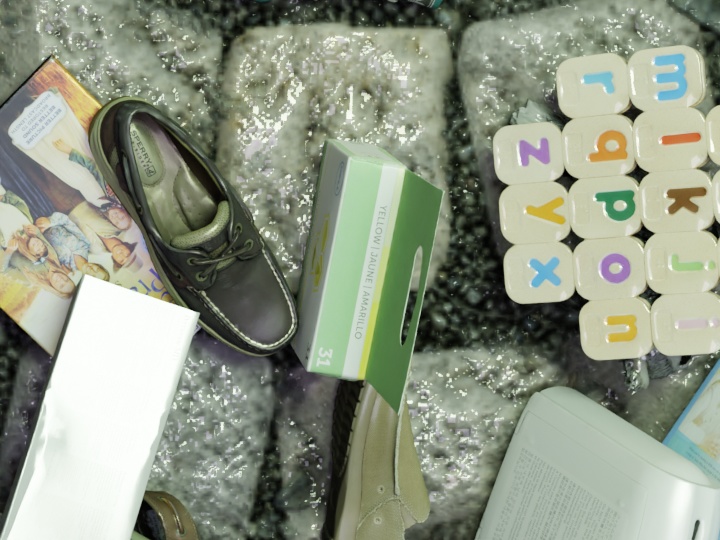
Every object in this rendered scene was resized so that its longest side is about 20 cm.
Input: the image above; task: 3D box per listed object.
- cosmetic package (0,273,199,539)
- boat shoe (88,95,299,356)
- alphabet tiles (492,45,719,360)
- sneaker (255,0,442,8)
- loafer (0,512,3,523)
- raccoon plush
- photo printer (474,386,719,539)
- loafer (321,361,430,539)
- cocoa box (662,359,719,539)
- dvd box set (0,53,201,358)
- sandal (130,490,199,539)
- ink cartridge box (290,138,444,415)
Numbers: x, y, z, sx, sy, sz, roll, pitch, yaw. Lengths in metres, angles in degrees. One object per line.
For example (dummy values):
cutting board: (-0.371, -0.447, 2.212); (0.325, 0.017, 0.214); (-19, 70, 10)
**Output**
cosmetic package: (-0.173, 0.112, 1.460); (0.082, 0.051, 0.201); (19, 77, -9)
boat shoe: (-0.107, -0.024, 1.471); (0.073, 0.065, 0.200); (-40, 103, -9)
alphabet tiles: (0.184, -0.043, 1.481); (0.194, 0.015, 0.201); (-5, 91, 23)
sneaker: (0.018, -0.204, 1.485); (0.199, 0.071, 0.080); (-20, 98, -6)
loafer: (-0.204, 0.218, 1.498); (0.199, 0.070, 0.070); (23, 62, -15)
raccoon plush: (0.168, -0.012, 1.554); (0.200, 0.097, 0.134); (36, 109, 17)
photo printer: (0.158, 0.184, 1.507); (0.069, 0.200, 0.167); (16, 97, -28)
loafer: (0.015, 0.139, 1.548); (0.067, 0.076, 0.201); (6, 107, -11)
cocoa box: (0.308, 0.148, 1.504); (0.131, 0.200, 0.134); (31, 96, -26)
dvd box set: (-0.186, -0.022, 1.508); (0.146, 0.029, 0.200); (-44, 102, 0)
sandal: (-0.133, 0.186, 1.540); (0.200, 0.080, 0.058); (32, 67, -14)
ink cartridge box: (0.000, 0.000, 1.452); (0.048, 0.200, 0.146); (9, 98, -10)
